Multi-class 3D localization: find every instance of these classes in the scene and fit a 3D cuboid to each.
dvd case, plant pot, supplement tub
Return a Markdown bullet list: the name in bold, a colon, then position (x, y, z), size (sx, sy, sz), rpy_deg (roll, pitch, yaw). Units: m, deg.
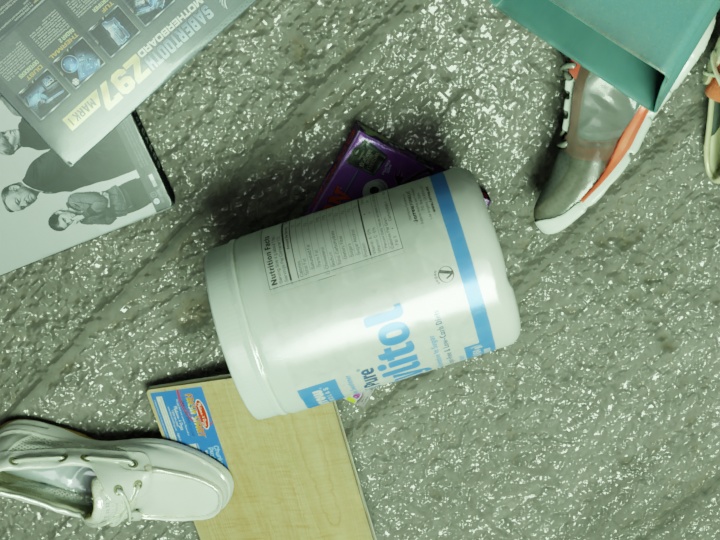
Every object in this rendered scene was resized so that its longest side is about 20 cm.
- **dvd case**: position (-0.254, -0.078, 0.874), size (0.198, 0.025, 0.152), rpy_deg (-21, 115, 4)
- **plant pot**: position (0.189, -0.233, 0.770), size (0.141, 0.141, 0.201), rpy_deg (35, 96, 10)
- **supplement tub**: position (0.003, 0.016, 0.857), size (0.198, 0.132, 0.133), rpy_deg (-18, 115, 4)

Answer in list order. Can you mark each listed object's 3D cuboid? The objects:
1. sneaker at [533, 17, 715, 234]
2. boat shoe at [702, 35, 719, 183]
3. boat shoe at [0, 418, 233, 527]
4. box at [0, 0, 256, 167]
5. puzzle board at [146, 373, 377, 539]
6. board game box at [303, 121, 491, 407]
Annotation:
- **sneaker**: position (0.173, -0.123, 0.883), size (0.081, 0.077, 0.201), rpy_deg (32, 102, 0)
- **boat shoe**: position (0.271, -0.131, 0.848), size (0.062, 0.072, 0.200), rpy_deg (-23, 147, 2)
- **boat shoe**: position (-0.201, 0.174, 0.961), size (0.197, 0.070, 0.072), rpy_deg (9, 117, -5)
- **box**: position (-0.173, -0.193, 0.798), size (0.200, 0.051, 0.158), rpy_deg (-42, 112, 1)
- **puzzle board**: position (-0.076, 0.168, 0.992), size (0.149, 0.017, 0.202), rpy_deg (-9, 115, 14)
- **board game box**: position (0.000, 0.000, 0.935), size (0.119, 0.032, 0.201), rpy_deg (26, 109, -12)
